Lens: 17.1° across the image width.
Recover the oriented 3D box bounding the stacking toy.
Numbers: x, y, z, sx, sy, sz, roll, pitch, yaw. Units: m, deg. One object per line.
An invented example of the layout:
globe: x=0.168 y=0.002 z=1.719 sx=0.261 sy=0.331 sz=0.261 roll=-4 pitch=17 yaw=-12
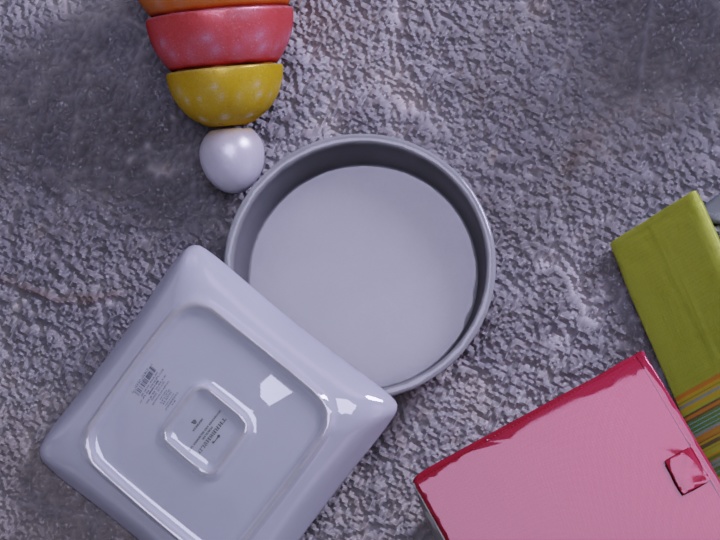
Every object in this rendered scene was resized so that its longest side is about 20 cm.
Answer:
stacking toy: x=-0.103 y=-0.157 z=1.772 sx=0.146 sy=0.146 sz=0.201 roll=-4 pitch=91 yaw=3

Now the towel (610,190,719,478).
towel: x=0.251 y=0.050 z=1.715 sx=0.086 sy=0.018 sz=0.201 roll=-33 pitch=72 yaw=34

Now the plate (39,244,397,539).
plate: x=-0.108 y=0.115 z=1.716 sx=0.200 sy=0.032 sz=0.200 roll=38 pitch=95 yaw=13

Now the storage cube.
storage cube: x=0.157 y=0.188 z=1.630 sx=0.179 sy=0.171 sz=0.200 roll=-28 pitch=76 yaw=-3

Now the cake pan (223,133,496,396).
cake pan: x=0.000 y=0.000 z=1.757 sx=0.199 sy=0.037 sz=0.201 roll=-1 pitch=76 yaw=3

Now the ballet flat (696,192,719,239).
ballet flat: x=0.308 y=0.028 z=1.713 sx=0.064 sy=0.067 sz=0.200 roll=-30 pitch=69 yaw=-17
